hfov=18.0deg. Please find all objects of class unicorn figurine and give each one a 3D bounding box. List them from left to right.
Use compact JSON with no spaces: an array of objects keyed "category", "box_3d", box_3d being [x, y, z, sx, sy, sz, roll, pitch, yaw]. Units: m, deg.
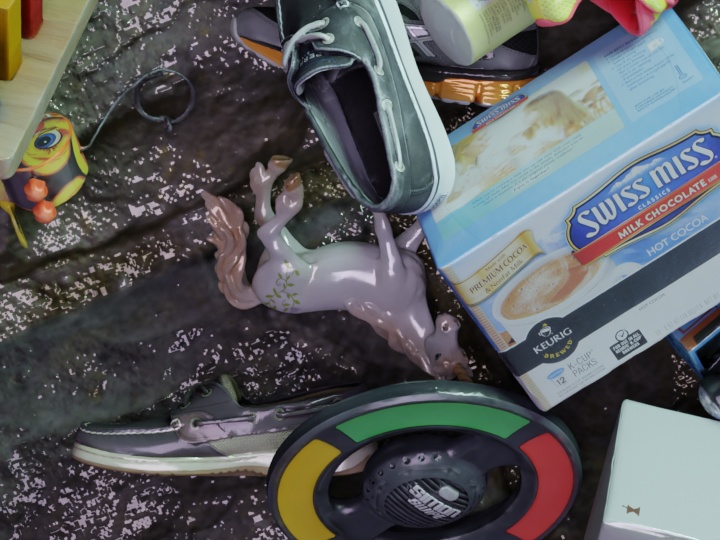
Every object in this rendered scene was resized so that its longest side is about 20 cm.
[{"category":"unicorn figurine","box_3d":[0.000,0.000,1.459,0.199,0.074,0.138,8,110,20]}]

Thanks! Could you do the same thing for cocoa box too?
[{"category":"cocoa box","box_3d":[0.146,-0.041,1.376,0.200,0.133,0.131,-32,122,9]}]

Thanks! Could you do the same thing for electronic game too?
[{"category":"electronic game","box_3d":[0.040,0.134,1.433,0.199,0.042,0.200,-3,139,-2]}]

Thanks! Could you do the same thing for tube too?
[{"category":"tube","box_3d":[0.127,-0.198,1.396,0.200,0.052,0.058,-37,136,-17]}]

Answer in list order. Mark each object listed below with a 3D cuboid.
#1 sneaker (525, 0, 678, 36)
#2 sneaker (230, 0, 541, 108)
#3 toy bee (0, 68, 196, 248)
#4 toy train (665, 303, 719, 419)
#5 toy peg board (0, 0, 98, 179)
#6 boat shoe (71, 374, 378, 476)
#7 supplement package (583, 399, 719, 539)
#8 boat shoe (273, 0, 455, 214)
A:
[{"category":"sneaker","box_3d":[0.173,-0.186,1.356,0.199,0.078,0.091,-9,93,-21]},{"category":"sneaker","box_3d":[0.018,-0.150,1.429,0.199,0.078,0.077,6,99,-5]},{"category":"toy bee","box_3d":[-0.219,-0.076,1.436,0.200,0.109,0.131,-25,123,26]},{"category":"toy train","box_3d":[0.275,0.006,1.404,0.200,0.087,0.114,-40,54,2]},{"category":"toy peg board","box_3d":[-0.277,-0.174,1.383,0.199,0.199,0.098,12,134,5]},{"category":"boat shoe","box_3d":[-0.087,0.099,1.481,0.199,0.072,0.065,0,94,3]},{"category":"supplement package","box_3d":[0.190,0.200,1.401,0.117,0.117,0.200,14,127,5]},{"category":"boat shoe","box_3d":[-0.014,-0.122,1.342,0.072,0.068,0.200,-30,76,35]}]
